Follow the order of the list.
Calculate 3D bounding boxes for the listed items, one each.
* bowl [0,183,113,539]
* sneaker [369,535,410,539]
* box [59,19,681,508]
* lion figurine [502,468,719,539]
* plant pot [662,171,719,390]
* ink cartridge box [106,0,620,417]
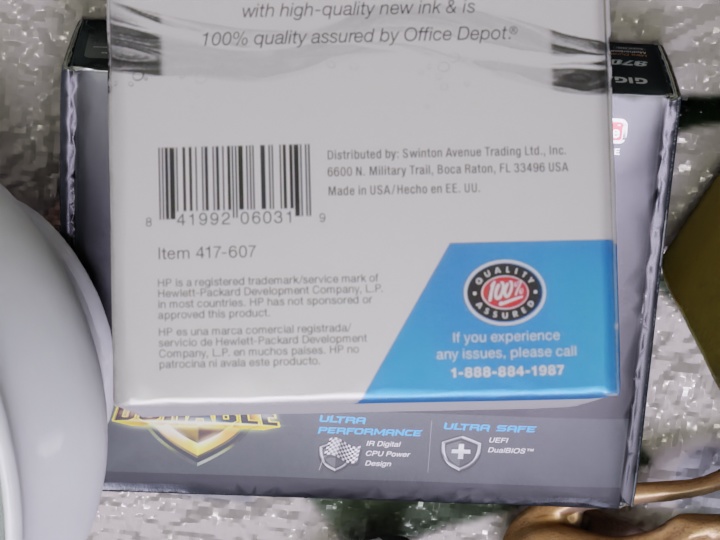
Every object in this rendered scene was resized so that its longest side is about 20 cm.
[{"bbox_3d":[-0.144,0.032,0.817,0.201,0.090,0.201,22,123,38],"label":"bowl"},{"bbox_3d":[-0.063,0.167,0.922,0.108,0.067,0.201,22,117,-14],"label":"sneaker"},{"bbox_3d":[0.000,0.000,0.849,0.200,0.046,0.159,3,117,-2],"label":"box"},{"bbox_3d":[0.075,0.144,0.920,0.122,0.072,0.200,12,103,7],"label":"lion figurine"},{"bbox_3d":[0.236,-0.018,0.770,0.194,0.196,0.200,22,108,-12],"label":"plant pot"},{"bbox_3d":[-0.001,-0.058,0.751,0.146,0.084,0.200,-1,85,-1],"label":"ink cartridge box"}]
